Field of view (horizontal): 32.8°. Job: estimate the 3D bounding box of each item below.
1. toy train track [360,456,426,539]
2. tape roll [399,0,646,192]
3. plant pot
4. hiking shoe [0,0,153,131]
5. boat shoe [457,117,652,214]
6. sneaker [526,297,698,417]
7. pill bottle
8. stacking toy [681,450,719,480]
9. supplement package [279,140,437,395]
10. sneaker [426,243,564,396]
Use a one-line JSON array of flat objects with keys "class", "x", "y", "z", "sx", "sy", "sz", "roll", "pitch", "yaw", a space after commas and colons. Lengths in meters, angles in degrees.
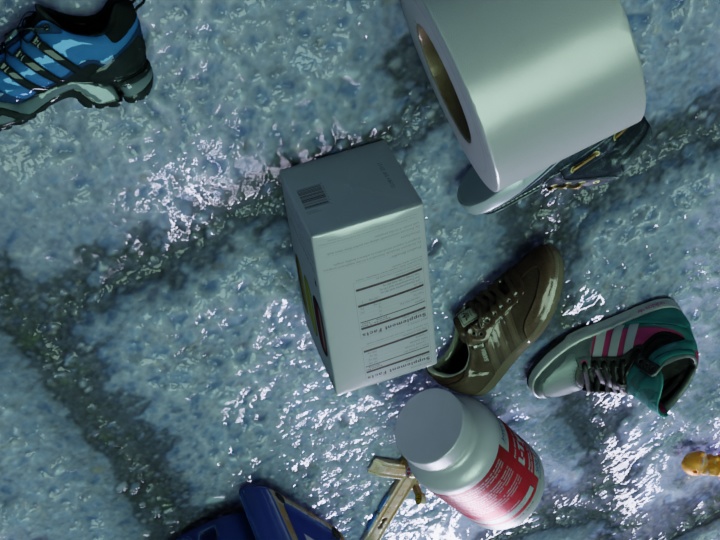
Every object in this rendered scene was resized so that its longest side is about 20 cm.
[{"class": "toy train track", "x": 0.047, "y": 0.279, "z": 1.465, "sx": 0.113, "sy": 0.033, "sz": 0.201, "roll": 12, "pitch": 123, "yaw": -28}, {"class": "tape roll", "x": 0.130, "y": -0.185, "z": 1.019, "sx": 0.138, "sy": 0.204, "sz": 0.204, "roll": -26, "pitch": 132, "yaw": 0}, {"class": "plant pot", "x": -0.099, "y": 0.376, "z": 1.382, "sx": 0.180, "sy": 0.201, "sz": 0.200, "roll": -44, "pitch": 129, "yaw": 8}, {"class": "hiking shoe", "x": -0.265, "y": -0.169, "z": 0.972, "sx": 0.197, "sy": 0.074, "sz": 0.088, "roll": -17, "pitch": 124, "yaw": -22}, {"class": "boat shoe", "x": 0.194, "y": -0.103, "z": 1.193, "sx": 0.199, "sy": 0.071, "sz": 0.091, "roll": -38, "pitch": 127, "yaw": 7}, {"class": "sneaker", "x": 0.296, "y": 0.120, "z": 1.377, "sx": 0.198, "sy": 0.121, "sz": 0.084, "roll": -26, "pitch": 132, "yaw": 0}, {"class": "pill bottle", "x": 0.120, "y": 0.208, "z": 1.369, "sx": 0.112, "sy": 0.113, "sz": 0.200, "roll": -37, "pitch": 139, "yaw": 10}, {"class": "stacking toy", "x": 0.506, "y": 0.260, "z": 1.597, "sx": 0.197, "sy": 0.111, "sz": 0.117, "roll": 9, "pitch": 136, "yaw": -13}, {"class": "supplement package", "x": 0.000, "y": 0.000, "z": 1.172, "sx": 0.108, "sy": 0.114, "sz": 0.202, "roll": -16, "pitch": 130, "yaw": -10}, {"class": "sneaker", "x": 0.142, "y": 0.054, "z": 1.300, "sx": 0.075, "sy": 0.071, "sz": 0.202, "roll": 13, "pitch": 120, "yaw": -28}]
